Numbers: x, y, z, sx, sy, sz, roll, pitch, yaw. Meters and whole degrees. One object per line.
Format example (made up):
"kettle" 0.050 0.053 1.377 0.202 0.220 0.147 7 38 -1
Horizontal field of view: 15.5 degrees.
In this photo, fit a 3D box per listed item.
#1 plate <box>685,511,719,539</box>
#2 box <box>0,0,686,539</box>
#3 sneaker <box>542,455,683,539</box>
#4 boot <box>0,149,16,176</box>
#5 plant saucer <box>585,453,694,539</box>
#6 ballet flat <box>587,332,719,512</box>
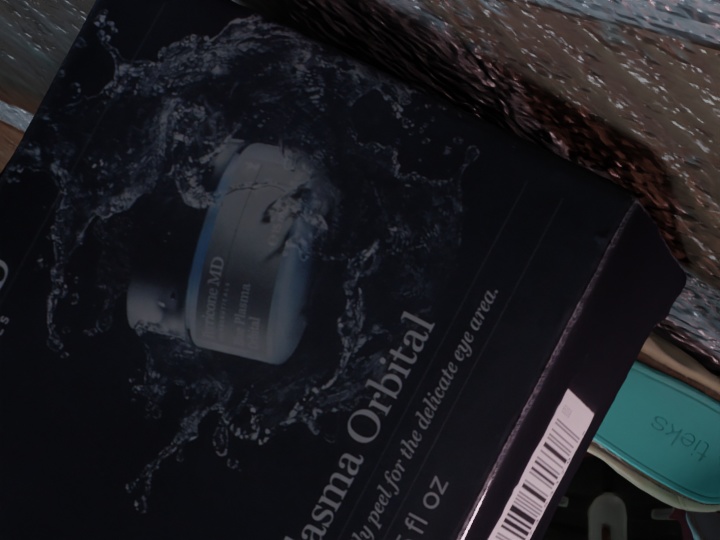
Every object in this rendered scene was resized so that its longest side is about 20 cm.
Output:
"plate" 0.213 0.179 1.162 0.200 0.026 0.200 39 -170 -8
"box" -0.028 0.033 0.883 0.199 0.198 0.117 26 175 18
"sneaker" 0.096 0.181 1.043 0.078 0.201 0.090 7 156 0
"boot" -0.085 -0.016 1.256 0.174 0.069 0.200 36 168 -8
"plant saucer" 0.131 0.132 1.298 0.200 0.051 0.201 34 172 6
"ballet flat" 0.068 0.025 1.005 0.200 0.070 0.069 36 170 -17
